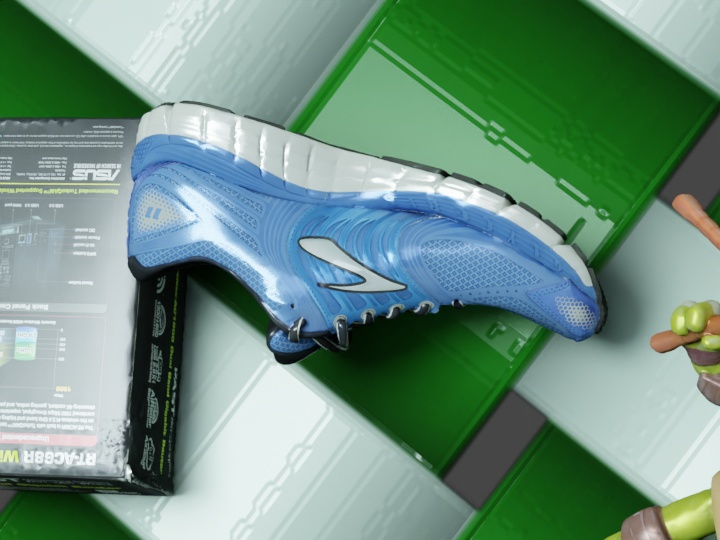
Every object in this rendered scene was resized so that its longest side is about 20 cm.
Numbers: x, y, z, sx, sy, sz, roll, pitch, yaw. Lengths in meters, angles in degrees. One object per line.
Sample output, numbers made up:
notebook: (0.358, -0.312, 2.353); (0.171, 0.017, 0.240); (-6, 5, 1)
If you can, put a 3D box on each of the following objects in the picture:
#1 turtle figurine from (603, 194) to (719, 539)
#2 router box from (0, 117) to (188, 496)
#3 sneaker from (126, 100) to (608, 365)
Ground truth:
turtle figurine: (0.146, 0.084, 0.998); (0.161, 0.064, 0.200); (-42, 80, 13)
router box: (-0.172, 0.015, 1.101); (0.198, 0.062, 0.151); (1, 79, 16)
sneaker: (0.000, 0.000, 1.039); (0.199, 0.079, 0.090); (15, 85, 6)
